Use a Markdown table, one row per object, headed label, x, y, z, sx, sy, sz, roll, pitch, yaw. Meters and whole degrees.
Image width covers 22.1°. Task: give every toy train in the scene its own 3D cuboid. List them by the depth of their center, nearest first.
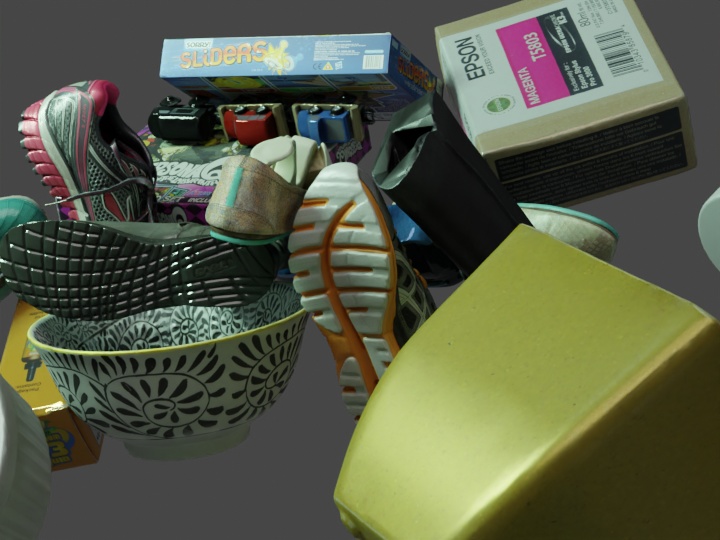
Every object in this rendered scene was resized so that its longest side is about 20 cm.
| label | x | y | z | sx | sy | sz | roll | pitch | yaw |
| --- | --- | --- | --- | --- | --- | --- | --- | --- | --- |
| toy train | -0.083 | -0.121 | 1.491 | 0.199 | 0.034 | 0.046 | 2 | 29 | 23 |

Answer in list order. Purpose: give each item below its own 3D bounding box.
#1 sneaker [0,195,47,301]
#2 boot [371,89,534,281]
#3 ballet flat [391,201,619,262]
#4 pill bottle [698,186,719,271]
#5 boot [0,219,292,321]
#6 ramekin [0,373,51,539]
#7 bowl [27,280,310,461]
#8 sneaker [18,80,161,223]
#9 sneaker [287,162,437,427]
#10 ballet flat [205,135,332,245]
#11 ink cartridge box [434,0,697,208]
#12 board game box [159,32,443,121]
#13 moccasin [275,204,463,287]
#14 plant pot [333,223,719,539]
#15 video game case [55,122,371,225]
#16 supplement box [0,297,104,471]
| label | x | y | z | sx | sy | sz | roll | pitch | yaw |
| --- | --- | --- | --- | --- | --- | --- | --- | --- | --- |
| sneaker | -0.310 | 0.024 | 1.366 | 0.200 | 0.071 | 0.080 | -39 | 21 | -1 |
| boot | 0.085 | -0.001 | 1.212 | 0.065 | 0.200 | 0.165 | -28 | 31 | 18 |
| ballet flat | 0.099 | -0.016 | 1.354 | 0.199 | 0.067 | 0.063 | 12 | 66 | 42 |
| pill bottle | 0.325 | -0.073 | 1.273 | 0.119 | 0.120 | 0.200 | 22 | 52 | 40 |
| boot | -0.145 | -0.006 | 1.311 | 0.198 | 0.068 | 0.131 | 2 | 7 | 4 |
| ramekin | -0.298 | 0.143 | 1.237 | 0.201 | 0.094 | 0.204 | -10 | 63 | 21 |
| bowl | -0.125 | 0.073 | 1.276 | 0.199 | 0.095 | 0.201 | -6 | 12 | 1 |
| sneaker | -0.177 | -0.046 | 1.386 | 0.074 | 0.201 | 0.081 | -24 | 17 | 21 |
| sneaker | 0.010 | 0.016 | 1.238 | 0.078 | 0.201 | 0.077 | 4 | 31 | 32 |
| ballet flat | -0.048 | -0.058 | 1.264 | 0.068 | 0.068 | 0.200 | 10 | 8 | 12 |
| ink cartridge box | 0.158 | -0.139 | 1.460 | 0.164 | 0.075 | 0.201 | -16 | 38 | 1 |
| board game box | -0.046 | -0.156 | 1.518 | 0.199 | 0.135 | 0.035 | 2 | 79 | 21 |
| moccasin | 0.000 | 0.000 | 1.352 | 0.081 | 0.068 | 0.200 | -54 | 25 | -20 |
| plant pot | 0.105 | 0.129 | 1.050 | 0.200 | 0.196 | 0.194 | -38 | 31 | -13 |
| video game case | -0.116 | -0.079 | 1.497 | 0.199 | 0.036 | 0.181 | 4 | 28 | 26 |
| supplement box | -0.221 | 0.059 | 1.380 | 0.066 | 0.069 | 0.201 | -10 | 37 | 12 |
